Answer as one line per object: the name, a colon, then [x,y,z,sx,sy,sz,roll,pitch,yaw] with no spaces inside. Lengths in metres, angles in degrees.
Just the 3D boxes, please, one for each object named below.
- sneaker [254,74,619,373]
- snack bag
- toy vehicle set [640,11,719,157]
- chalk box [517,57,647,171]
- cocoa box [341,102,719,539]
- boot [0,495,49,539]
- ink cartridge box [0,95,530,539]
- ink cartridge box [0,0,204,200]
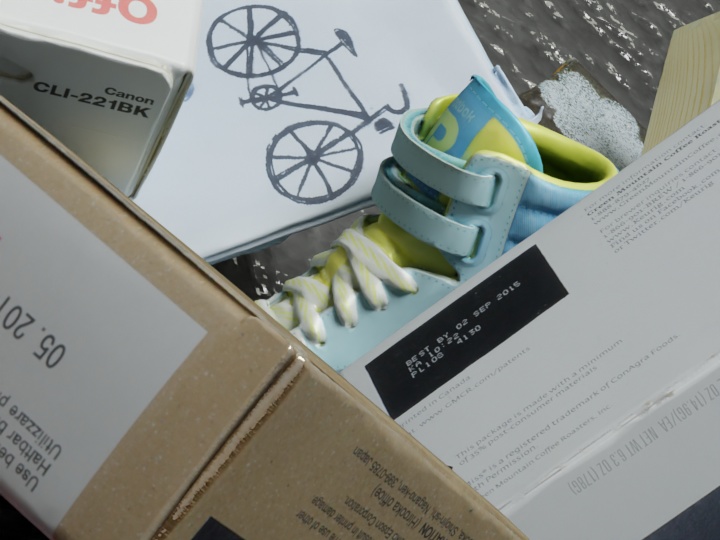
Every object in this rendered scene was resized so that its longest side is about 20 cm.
sneaker: [0.000,0.000,1.009,0.199,0.131,0.080,-9,31,-17]
snack bag: [-0.055,-0.077,1.098,0.199,0.021,0.189,-20,51,-9]
toy vehicle set: [0.163,0.018,1.082,0.200,0.026,0.124,56,30,-23]
chalk box: [0.096,0.041,1.142,0.200,0.124,0.125,45,28,5]
cocoa box: [0.118,0.049,0.936,0.131,0.200,0.133,53,4,-26]
boot: [-0.143,0.041,0.912,0.199,0.069,0.174,20,26,-47]
ink cartridge box: [-0.067,0.023,0.785,0.200,0.075,0.165,39,-1,33]
ink cartridge box: [-0.126,-0.138,1.054,0.143,0.084,0.201,14,53,-12]
